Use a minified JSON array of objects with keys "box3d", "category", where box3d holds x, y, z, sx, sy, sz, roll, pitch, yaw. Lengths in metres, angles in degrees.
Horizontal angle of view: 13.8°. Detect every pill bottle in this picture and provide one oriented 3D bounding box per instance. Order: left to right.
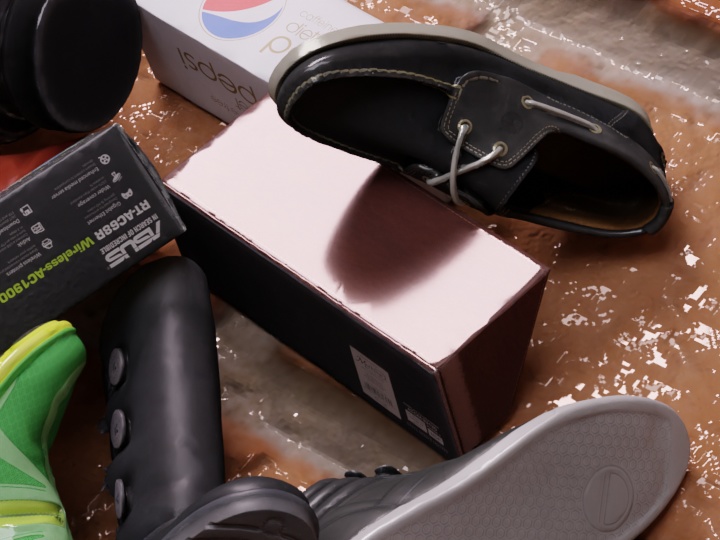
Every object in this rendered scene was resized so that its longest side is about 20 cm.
[{"box3d":[-0.215,-0.124,1.525,0.200,0.112,0.112,9,55,34],"category":"pill bottle"}]

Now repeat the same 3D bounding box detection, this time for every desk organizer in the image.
[{"box3d":[0.000,0.000,1.393,0.077,0.072,0.200,-40,51,-20],"category":"desk organizer"}]

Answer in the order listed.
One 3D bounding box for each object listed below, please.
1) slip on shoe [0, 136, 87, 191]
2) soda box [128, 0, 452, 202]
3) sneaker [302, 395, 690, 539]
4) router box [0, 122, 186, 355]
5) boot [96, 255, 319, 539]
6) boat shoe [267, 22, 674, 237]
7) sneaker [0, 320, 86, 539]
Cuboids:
[{"box3d":[-0.209,-0.028,1.491,0.200,0.061,0.074,-14,47,2],"category":"slip on shoe"},{"box3d":[-0.028,-0.098,1.485,0.064,0.068,0.200,-43,51,-18],"category":"soda box"},{"box3d":[0.045,0.100,1.294,0.200,0.071,0.099,-24,15,-28],"category":"sneaker"},{"box3d":[-0.184,0.011,1.390,0.200,0.062,0.150,-34,7,-7],"category":"router box"},{"box3d":[-0.071,0.075,1.305,0.066,0.165,0.200,16,45,-20],"category":"boot"},{"box3d":[0.054,-0.062,1.366,0.200,0.072,0.068,14,40,-23],"category":"boat shoe"},{"box3d":[-0.157,0.116,1.281,0.083,0.074,0.200,24,65,-11],"category":"sneaker"}]
